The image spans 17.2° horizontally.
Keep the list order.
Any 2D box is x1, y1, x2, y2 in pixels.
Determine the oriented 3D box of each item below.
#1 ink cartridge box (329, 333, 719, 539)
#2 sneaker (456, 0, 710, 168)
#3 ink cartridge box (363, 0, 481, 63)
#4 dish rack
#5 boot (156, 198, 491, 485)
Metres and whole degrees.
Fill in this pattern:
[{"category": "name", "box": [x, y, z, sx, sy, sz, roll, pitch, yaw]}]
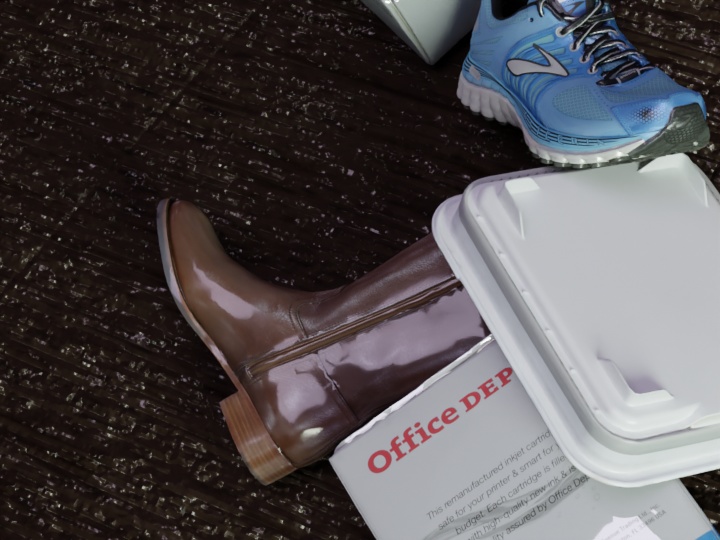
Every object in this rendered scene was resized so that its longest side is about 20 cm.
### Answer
[{"category": "ink cartridge box", "box": [0.098, 0.141, 1.214, 0.144, 0.084, 0.200, -34, 59, 2]}, {"category": "sneaker", "box": [0.113, -0.113, 1.280, 0.078, 0.090, 0.200, -11, 24, -28]}, {"category": "ink cartridge box", "box": [0.057, -0.244, 1.401, 0.200, 0.083, 0.145, -43, 59, -2]}, {"category": "dish rack", "box": [0.147, 0.012, 1.221, 0.171, 0.044, 0.200, -9, 52, -28]}, {"category": "boot", "box": [0.000, 0.000, 1.330, 0.199, 0.064, 0.187, -28, 72, 11]}]
